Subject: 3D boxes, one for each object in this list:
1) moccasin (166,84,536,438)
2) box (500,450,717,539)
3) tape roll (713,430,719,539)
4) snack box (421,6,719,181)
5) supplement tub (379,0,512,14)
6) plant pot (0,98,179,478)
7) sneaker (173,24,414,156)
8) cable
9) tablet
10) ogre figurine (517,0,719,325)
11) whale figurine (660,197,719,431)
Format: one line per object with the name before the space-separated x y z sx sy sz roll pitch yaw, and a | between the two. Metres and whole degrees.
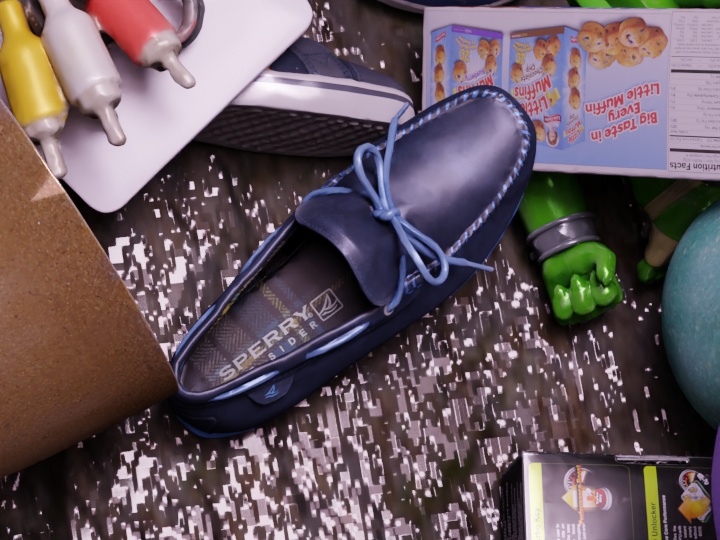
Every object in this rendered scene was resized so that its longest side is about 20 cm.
moccasin | 0.000 0.000 1.270 0.080 0.068 0.200 42 88 12
box | 0.159 0.180 1.282 0.192 0.048 0.201 1 71 -10
tape roll | 0.240 0.082 1.128 0.199 0.085 0.201 6 67 -13
snack box | 0.110 -0.077 1.283 0.024 0.199 0.072 -6 99 -51
supplement tub | 0.052 -0.214 1.319 0.144 0.200 0.145 4 69 -11
plant pot | -0.205 0.029 1.205 0.200 0.186 0.187 -35 80 -8
sneaker | -0.072 -0.099 1.317 0.199 0.078 0.080 6 75 -8
cable | -0.139 -0.139 1.245 0.097 0.050 0.200 -33 82 -5
tablet | -0.132 -0.135 1.278 0.130 0.014 0.200 -44 82 -10
ogre figurine | 0.139 -0.082 1.340 0.200 0.098 0.120 -45 75 22
whale figurine | 0.202 -0.004 1.320 0.103 0.160 0.200 14 40 25
